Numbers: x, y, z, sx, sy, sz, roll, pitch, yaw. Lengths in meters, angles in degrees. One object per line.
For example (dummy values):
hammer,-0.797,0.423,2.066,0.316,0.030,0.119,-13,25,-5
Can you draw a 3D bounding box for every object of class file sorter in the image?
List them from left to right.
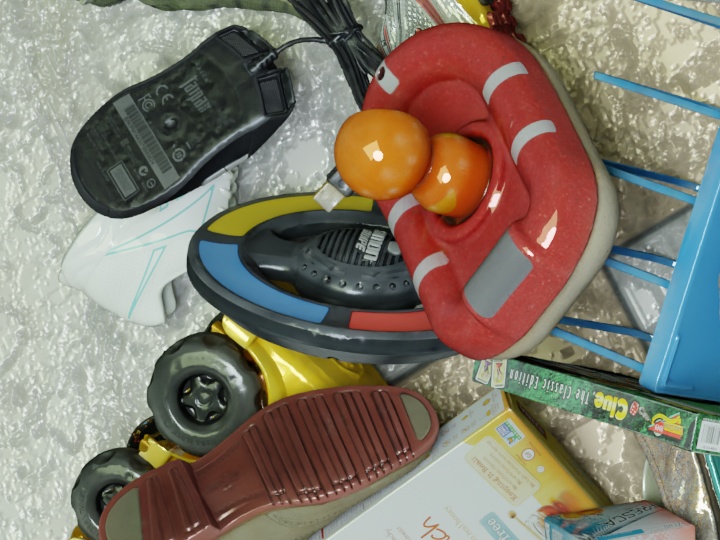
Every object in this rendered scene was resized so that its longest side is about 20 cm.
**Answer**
file sorter,0.189,-0.040,1.447,0.122,0.138,0.201,23,99,43

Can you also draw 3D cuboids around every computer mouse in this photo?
computer mouse,-0.064,-0.078,1.551,0.200,0.046,0.141,-40,73,5

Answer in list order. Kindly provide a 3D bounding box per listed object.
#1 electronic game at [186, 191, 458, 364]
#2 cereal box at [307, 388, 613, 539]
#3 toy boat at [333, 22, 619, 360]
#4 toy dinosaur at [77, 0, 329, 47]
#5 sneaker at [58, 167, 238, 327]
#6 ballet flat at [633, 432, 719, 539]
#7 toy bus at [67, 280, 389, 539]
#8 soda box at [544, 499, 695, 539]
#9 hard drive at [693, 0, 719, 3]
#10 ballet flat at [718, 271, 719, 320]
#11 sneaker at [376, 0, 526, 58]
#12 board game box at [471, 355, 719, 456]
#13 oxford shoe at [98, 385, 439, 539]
electronic game,0.000,0.000,1.508,0.199,0.200,0.042,17,116,23
cereal box,0.048,0.176,1.519,0.200,0.040,0.144,-38,111,13
toy boat,0.043,-0.053,1.413,0.131,0.130,0.200,-54,35,26
toy dinosaur,-0.096,-0.195,1.634,0.199,0.047,0.089,12,109,23
sneaker,-0.103,-0.054,1.631,0.080,0.070,0.201,36,106,4
ballet flat,0.199,0.160,1.494,0.067,0.068,0.201,-23,74,39
toy bus,-0.053,0.130,1.577,0.192,0.136,0.200,38,106,3
soda box,0.149,0.233,1.474,0.068,0.064,0.201,-8,101,-19
hard drive,0.186,-0.223,1.518,0.199,0.026,0.133,9,93,23
ballet flat,0.273,0.040,1.333,0.199,0.068,0.076,15,117,29
sneaker,0.057,-0.117,1.554,0.082,0.078,0.201,-25,70,26
board game box,0.155,0.074,1.407,0.200,0.104,0.024,16,92,59
oxford shoe,-0.046,0.125,1.491,0.199,0.075,0.071,-21,53,2
